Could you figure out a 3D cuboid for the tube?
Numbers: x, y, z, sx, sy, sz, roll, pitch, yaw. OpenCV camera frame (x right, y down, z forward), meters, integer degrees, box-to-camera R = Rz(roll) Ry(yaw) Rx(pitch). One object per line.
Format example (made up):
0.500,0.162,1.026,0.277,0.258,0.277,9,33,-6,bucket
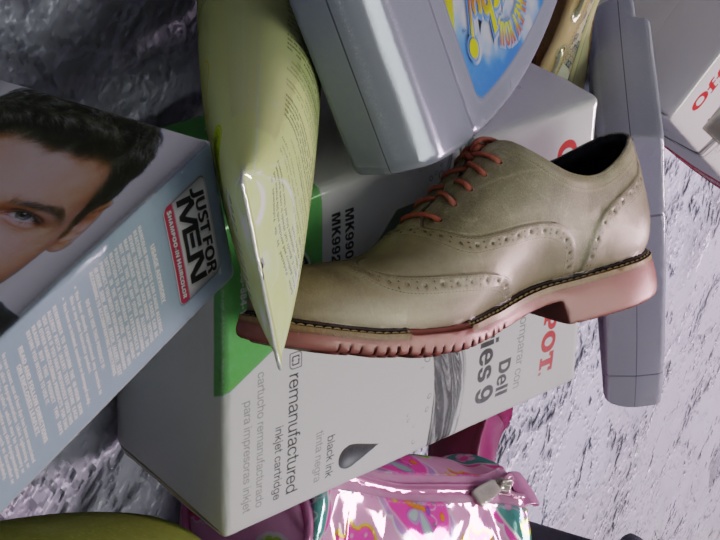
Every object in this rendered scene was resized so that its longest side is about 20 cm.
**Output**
-0.037,-0.060,0.673,0.058,0.052,0.201,33,31,-27,tube

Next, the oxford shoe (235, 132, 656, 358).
0.033,-0.013,0.718,0.199,0.070,0.076,-13,105,-42,oxford shoe

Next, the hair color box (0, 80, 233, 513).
-0.138,0.024,0.593,0.200,0.098,0.061,-47,143,-39,hair color box

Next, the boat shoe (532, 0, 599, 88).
0.087,-0.146,0.940,0.063,0.073,0.202,-41,141,-49,boat shoe

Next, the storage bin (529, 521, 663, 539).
0.108,0.225,1.149,0.146,0.133,0.201,-54,149,-30,storage bin

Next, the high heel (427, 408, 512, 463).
0.040,0.032,0.995,0.200,0.067,0.097,58,30,-44,high heel

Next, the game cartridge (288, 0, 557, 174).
0.031,-0.131,0.732,0.200,0.040,0.134,-59,139,-46,game cartridge

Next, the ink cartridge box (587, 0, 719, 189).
0.227,-0.142,1.155,0.147,0.083,0.200,-52,154,6,ink cartridge box

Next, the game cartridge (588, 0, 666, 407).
0.144,-0.027,1.024,0.134,0.041,0.201,-81,168,-45,game cartridge

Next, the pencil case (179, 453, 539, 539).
0.004,0.121,0.908,0.199,0.087,0.088,13,96,-51,pencil case

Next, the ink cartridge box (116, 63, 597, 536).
0.000,0.000,0.795,0.199,0.084,0.147,-21,126,-34,ink cartridge box

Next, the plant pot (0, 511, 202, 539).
-0.115,0.162,0.671,0.200,0.185,0.189,-39,142,-70,plant pot
